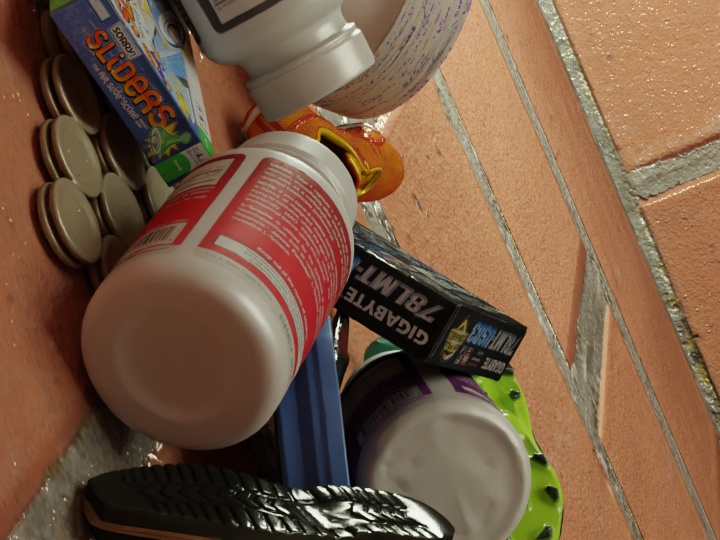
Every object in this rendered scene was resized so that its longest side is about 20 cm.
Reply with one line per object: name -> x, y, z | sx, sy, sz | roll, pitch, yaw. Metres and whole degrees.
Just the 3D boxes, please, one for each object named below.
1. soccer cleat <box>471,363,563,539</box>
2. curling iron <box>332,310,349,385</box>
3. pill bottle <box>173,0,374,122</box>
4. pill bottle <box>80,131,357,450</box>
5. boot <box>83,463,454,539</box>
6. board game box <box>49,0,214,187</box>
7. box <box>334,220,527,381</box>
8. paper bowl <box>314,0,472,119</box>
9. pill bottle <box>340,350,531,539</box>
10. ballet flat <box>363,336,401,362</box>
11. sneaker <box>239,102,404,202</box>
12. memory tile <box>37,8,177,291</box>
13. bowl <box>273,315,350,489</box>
soccer cleat -> 0.102, 0.152, 1.414 | 0.201, 0.067, 0.081 | -99, -167, -49
curling iron -> -0.019, 0.056, 1.412 | 0.200, 0.025, 0.050 | -71, 174, -62
pill bottle -> -0.073, -0.200, 1.255 | 0.201, 0.110, 0.111 | 61, 16, -11
pill bottle -> -0.068, 0.002, 1.089 | 0.113, 0.112, 0.200 | 63, 27, -19
boot -> -0.057, 0.181, 1.018 | 0.199, 0.139, 0.077 | 12, 15, -22
board game box -> -0.144, -0.158, 1.198 | 0.136, 0.034, 0.200 | 57, 10, -36
box -> 0.000, 0.000, 1.315 | 0.198, 0.050, 0.200 | 30, 4, 17
paper bowl -> -0.011, -0.224, 1.512 | 0.104, 0.200, 0.202 | 18, 48, -38
pill bottle -> 0.040, 0.116, 1.326 | 0.200, 0.112, 0.113 | -127, -169, -76
ballet flat -> 0.061, 0.136, 1.524 | 0.200, 0.067, 0.071 | 56, 31, -34
sneaker -> -0.020, -0.075, 1.487 | 0.077, 0.073, 0.200 | 48, 16, 25
memory tile -> -0.144, -0.050, 1.152 | 0.153, 0.017, 0.201 | 54, 22, -43
bowl -> -0.025, 0.128, 1.165 | 0.201, 0.039, 0.202 | 173, -90, -89
